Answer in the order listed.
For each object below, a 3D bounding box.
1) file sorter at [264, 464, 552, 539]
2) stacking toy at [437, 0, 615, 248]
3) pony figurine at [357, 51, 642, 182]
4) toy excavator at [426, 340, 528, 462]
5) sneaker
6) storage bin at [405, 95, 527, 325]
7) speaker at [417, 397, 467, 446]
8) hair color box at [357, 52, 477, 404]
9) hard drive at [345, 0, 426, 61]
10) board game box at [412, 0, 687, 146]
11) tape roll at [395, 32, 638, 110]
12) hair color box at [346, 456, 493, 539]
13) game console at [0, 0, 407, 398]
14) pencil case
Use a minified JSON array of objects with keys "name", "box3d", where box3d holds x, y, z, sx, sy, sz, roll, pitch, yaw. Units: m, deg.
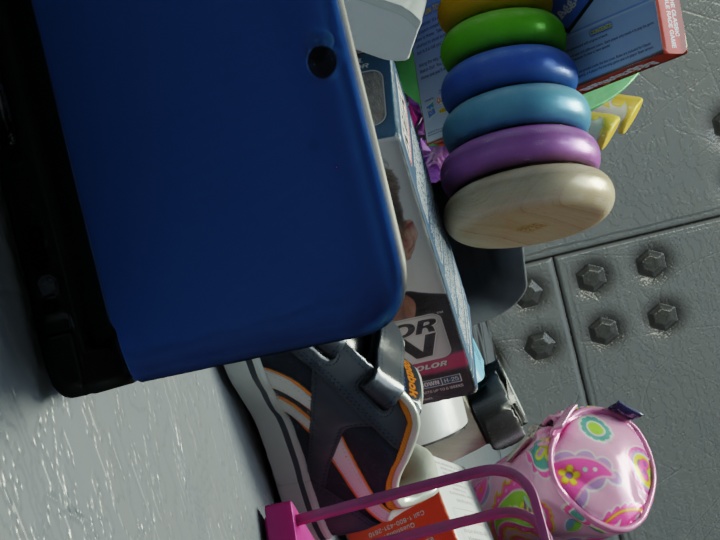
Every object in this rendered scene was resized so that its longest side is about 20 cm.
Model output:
[{"name":"file sorter","box3d":[0.046,0.195,0.974,0.200,0.125,0.140,67,11,-59]},{"name":"stacking toy","box3d":[0.069,-0.117,1.059,0.085,0.085,0.201,56,24,-74]},{"name":"pony figurine","box3d":[0.062,-0.113,1.334,0.193,0.199,0.167,-53,169,-37]},{"name":"toy excavator","box3d":[0.020,0.037,1.342,0.201,0.099,0.194,63,5,-1]},{"name":"sneaker","box3d":[-0.018,0.038,0.960,0.079,0.079,0.201,-96,169,-49]},{"name":"storage bin","box3d":[0.041,-0.061,1.493,0.200,0.145,0.135,75,-6,-59]},{"name":"speaker","box3d":[0.000,0.000,1.202,0.081,0.081,0.201,-61,138,-82]},{"name":"hair color box","box3d":[-0.010,-0.011,1.027,0.201,0.099,0.061,70,12,-49]},{"name":"hard drive","box3d":[-0.034,-0.138,0.989,0.200,0.131,0.026,-76,-175,-78]},{"name":"board game box","box3d":[0.090,-0.137,1.107,0.200,0.019,0.104,-17,-100,55]},{"name":"tape roll","box3d":[0.086,-0.182,1.256,0.048,0.199,0.202,-24,-102,62]},{"name":"hair color box","box3d":[0.058,0.209,1.183,0.201,0.064,0.111,68,9,15]},{"name":"game console","box3d":[-0.055,-0.073,0.640,0.171,0.117,0.201,-25,102,-84]},{"name":"pencil case","box3d":[0.099,0.148,1.314,0.200,0.087,0.088,-41,-126,51]}]
